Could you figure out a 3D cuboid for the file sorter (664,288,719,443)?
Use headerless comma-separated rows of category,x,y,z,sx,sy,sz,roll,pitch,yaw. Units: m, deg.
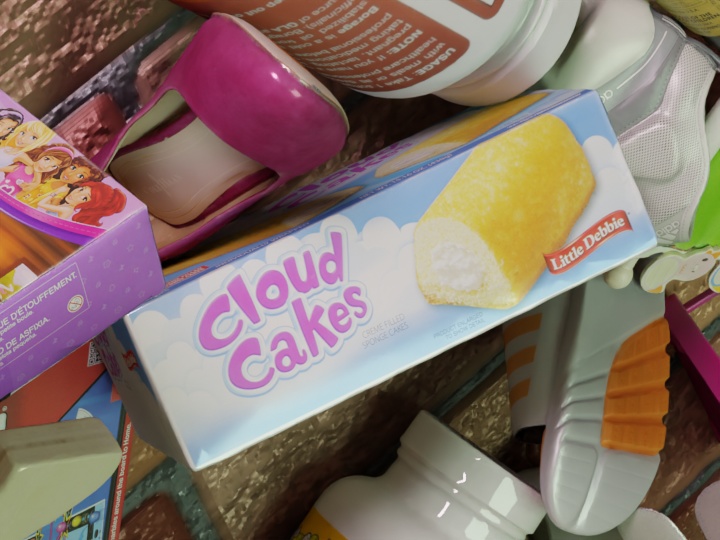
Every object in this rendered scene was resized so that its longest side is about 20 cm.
file sorter,0.257,0.088,1.414,0.125,0.200,0.139,-32,140,1

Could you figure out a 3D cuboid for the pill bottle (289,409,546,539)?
pill bottle,0.000,0.165,1.305,0.200,0.104,0.104,-55,142,0

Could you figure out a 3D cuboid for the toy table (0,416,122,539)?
toy table,-0.182,0.109,1.030,0.200,0.184,0.117,-21,148,-51

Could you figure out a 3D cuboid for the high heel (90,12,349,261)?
high heel,-0.065,-0.035,1.045,0.067,0.200,0.096,42,80,-13

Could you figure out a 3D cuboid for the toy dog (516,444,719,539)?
toy dog,0.133,0.121,1.369,0.132,0.199,0.097,-17,114,-75

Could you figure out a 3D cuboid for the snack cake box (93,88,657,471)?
snack cake box,0.000,0.000,1.116,0.199,0.115,0.068,-26,100,-12

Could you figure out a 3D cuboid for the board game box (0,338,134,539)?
board game box,-0.143,0.114,1.186,0.103,0.019,0.201,-15,127,-38

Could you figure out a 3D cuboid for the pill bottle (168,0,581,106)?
pill bottle,-0.004,-0.129,1.076,0.200,0.112,0.113,23,100,-51

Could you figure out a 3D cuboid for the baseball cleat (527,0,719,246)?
baseball cleat,0.079,-0.020,1.226,0.200,0.106,0.070,-54,-176,25

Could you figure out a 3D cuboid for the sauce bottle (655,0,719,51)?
sauce bottle,0.104,-0.161,1.153,0.200,0.065,0.065,37,89,-36

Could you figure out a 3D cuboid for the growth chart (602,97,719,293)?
growth chart,0.207,-0.043,1.301,0.199,0.018,0.145,-3,133,-35

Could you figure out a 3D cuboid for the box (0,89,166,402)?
box,-0.174,-0.019,0.908,0.137,0.200,0.039,-35,140,-23

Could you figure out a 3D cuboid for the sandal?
sandal,0.101,0.021,1.319,0.079,0.059,0.208,29,63,-46
